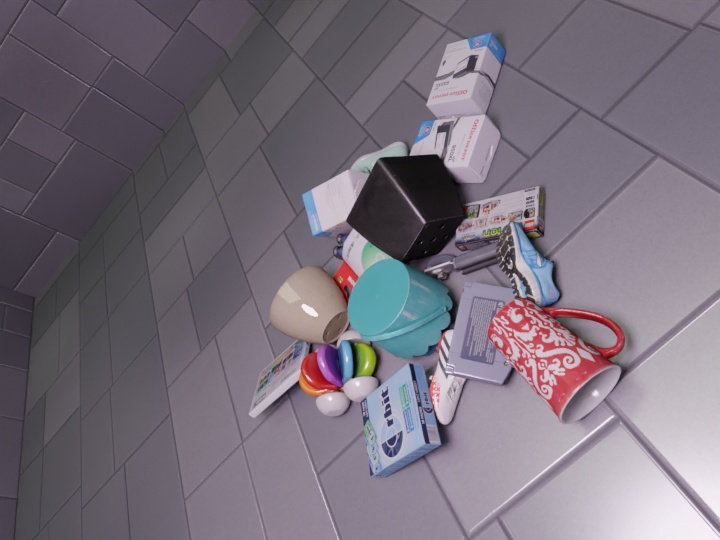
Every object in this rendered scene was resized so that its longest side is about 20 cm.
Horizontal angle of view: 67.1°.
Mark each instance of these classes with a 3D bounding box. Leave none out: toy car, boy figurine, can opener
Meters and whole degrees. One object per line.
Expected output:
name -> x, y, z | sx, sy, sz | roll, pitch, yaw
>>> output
toy car -> -0.061, 0.232, 1.283 | 0.200, 0.150, 0.175 | -32, 48, 26
boy figurine -> 0.017, -0.072, 1.450 | 0.200, 0.064, 0.125 | -2, 67, 42
can opener -> 0.232, -0.029, 1.226 | 0.200, 0.053, 0.067 | -22, 54, 33

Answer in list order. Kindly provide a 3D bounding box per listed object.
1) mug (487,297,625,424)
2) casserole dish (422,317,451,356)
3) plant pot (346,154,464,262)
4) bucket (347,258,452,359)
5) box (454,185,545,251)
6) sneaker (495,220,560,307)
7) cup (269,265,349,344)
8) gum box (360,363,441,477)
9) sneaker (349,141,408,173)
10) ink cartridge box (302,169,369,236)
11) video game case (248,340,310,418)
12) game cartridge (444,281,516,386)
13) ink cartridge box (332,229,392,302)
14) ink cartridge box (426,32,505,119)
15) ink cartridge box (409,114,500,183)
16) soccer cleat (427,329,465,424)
mug -> 0.347, 0.143, 0.963 | 0.177, 0.134, 0.200 | -21, 45, -23
casserole dish -> 0.123, 0.114, 1.260 | 0.200, 0.039, 0.121 | 34, 91, 49
plant pot -> 0.121, -0.135, 1.268 | 0.178, 0.199, 0.200 | 54, 136, 26
bucket -> 0.079, 0.081, 1.183 | 0.207, 0.135, 0.208 | -28, 48, 35
box -> 0.309, -0.113, 1.214 | 0.200, 0.035, 0.110 | -10, 61, 40
sneaker -> 0.341, -0.011, 1.098 | 0.078, 0.090, 0.200 | 114, 148, -57
cup -> -0.110, 0.108, 1.394 | 0.143, 0.200, 0.201 | 33, 92, 29
gum box -> 0.077, 0.316, 1.137 | 0.200, 0.044, 0.170 | -48, 40, 40
sneaker -> 0.046, -0.273, 1.526 | 0.200, 0.074, 0.118 | -26, 45, 28
ink cartridge box -> -0.035, -0.183, 1.482 | 0.200, 0.128, 0.126 | -21, 79, 38
video game case -> -0.210, 0.274, 1.444 | 0.200, 0.024, 0.182 | -42, 18, 18
game cartridge -> 0.254, 0.125, 1.088 | 0.133, 0.042, 0.200 | 12, 68, 15
ink cartridge box -> 0.000, 0.000, 1.380 | 0.161, 0.050, 0.200 | 50, 116, 33
ink cartridge box -> 0.277, -0.506, 1.435 | 0.145, 0.084, 0.200 | 6, 72, 45
ink cartridge box -> 0.230, -0.301, 1.362 | 0.200, 0.084, 0.145 | 8, 74, 45
soccer cleat -> 0.192, 0.214, 1.116 | 0.085, 0.069, 0.200 | -15, 53, 43
